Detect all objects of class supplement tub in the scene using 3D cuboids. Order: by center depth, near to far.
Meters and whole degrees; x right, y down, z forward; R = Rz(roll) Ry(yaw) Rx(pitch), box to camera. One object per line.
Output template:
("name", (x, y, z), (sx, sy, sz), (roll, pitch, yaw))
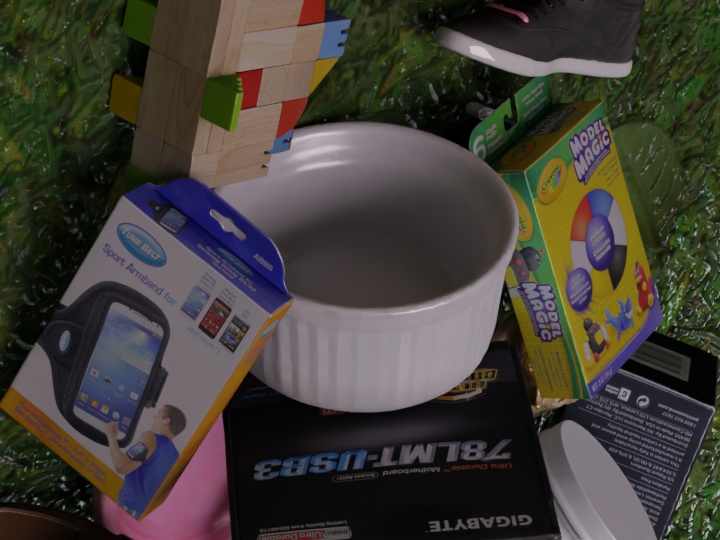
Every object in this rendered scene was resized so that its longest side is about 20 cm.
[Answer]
("supplement tub", (0.097, 0.210, 1.693), (0.199, 0.146, 0.145), (-34, 140, 17))

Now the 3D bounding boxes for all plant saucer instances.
("plant saucer", (-0.103, 0.124, 1.626), (0.200, 0.051, 0.202), (-21, 126, -32))

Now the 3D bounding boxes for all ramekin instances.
("ramekin", (0.000, 0.000, 1.541), (0.200, 0.200, 0.098), (-25, 136, -29))

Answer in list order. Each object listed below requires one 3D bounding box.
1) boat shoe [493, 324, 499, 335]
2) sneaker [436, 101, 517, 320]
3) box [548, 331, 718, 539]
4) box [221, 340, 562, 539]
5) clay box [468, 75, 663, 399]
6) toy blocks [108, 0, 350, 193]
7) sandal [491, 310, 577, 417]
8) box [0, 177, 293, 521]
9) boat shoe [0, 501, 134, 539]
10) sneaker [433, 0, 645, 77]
("boat shoe", (0.028, 0.108, 1.733), (0.200, 0.072, 0.071), (-47, 153, -4))
("sneaker", (0.056, -0.027, 1.658), (0.200, 0.079, 0.129), (-54, 136, -3))
("box", (0.187, 0.154, 1.817), (0.148, 0.106, 0.201), (-54, 164, -75))
("box", (0.014, 0.126, 1.498), (0.198, 0.199, 0.050), (-4, 123, -2))
("clay box", (0.142, -0.027, 1.644), (0.115, 0.047, 0.201), (-42, 122, -45))
("toy blocks", (-0.067, -0.136, 1.484), (0.136, 0.100, 0.201), (-16, 126, -49))
("sandal", (0.133, 0.063, 1.708), (0.078, 0.069, 0.212), (94, 20, -44))
("box", (-0.128, 0.042, 1.464), (0.201, 0.119, 0.041), (-57, 170, 29))
("boat shoe", (-0.162, 0.193, 1.518), (0.068, 0.199, 0.072), (105, 7, -70))
("sneaker", (0.127, -0.187, 1.636), (0.199, 0.070, 0.100), (-4, 115, -47))
